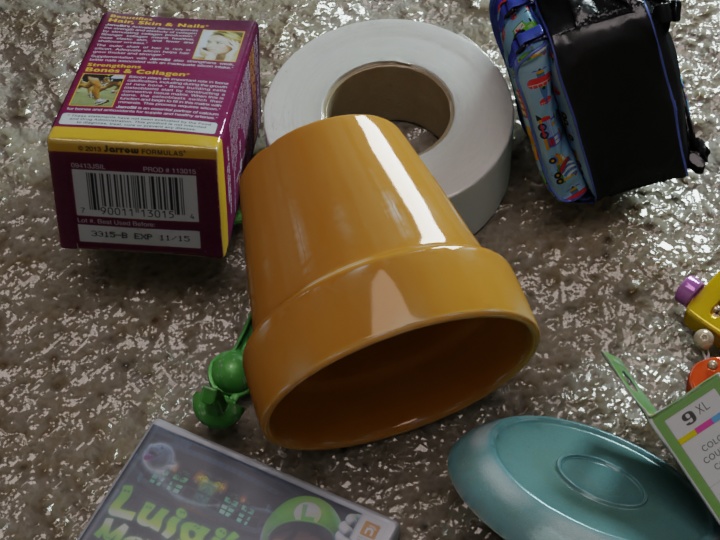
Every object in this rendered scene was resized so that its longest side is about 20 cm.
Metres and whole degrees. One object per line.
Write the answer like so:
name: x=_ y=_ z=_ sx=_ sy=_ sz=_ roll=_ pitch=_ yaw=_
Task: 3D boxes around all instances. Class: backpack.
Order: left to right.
backpack: x=0.180 y=-0.175 z=1.281 sx=0.134 sy=0.183 sz=0.200 roll=-18 pitch=39 yaw=6

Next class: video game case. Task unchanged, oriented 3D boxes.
video game case: x=-0.100 y=0.211 z=1.107 sx=0.200 sy=0.023 sz=0.182 roll=21 pitch=58 yaw=16

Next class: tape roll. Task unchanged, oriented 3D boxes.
tape roll: x=0.024 y=-0.107 z=1.300 sx=0.202 sy=0.071 sz=0.203 roll=-1 pitch=54 yaw=2

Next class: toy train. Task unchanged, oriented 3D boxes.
toy train: x=0.310 y=0.060 z=1.182 sx=0.200 sy=0.056 sz=0.150 roll=-19 pitch=58 yaw=-8

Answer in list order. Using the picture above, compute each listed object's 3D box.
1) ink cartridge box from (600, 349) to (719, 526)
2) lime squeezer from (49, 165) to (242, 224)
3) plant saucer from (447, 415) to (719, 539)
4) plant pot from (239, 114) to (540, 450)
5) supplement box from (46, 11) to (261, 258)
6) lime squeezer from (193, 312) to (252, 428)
ink cartridge box: x=0.244 y=0.122 z=1.067 sx=0.059 sy=0.104 sz=0.200 roll=-36 pitch=76 yaw=10
lime squeezer: x=-0.170 y=-0.050 z=1.287 sx=0.200 sy=0.038 sz=0.071 roll=12 pitch=58 yaw=13
plant saucer: x=0.155 y=0.148 z=1.067 sx=0.200 sy=0.027 sz=0.200 roll=17 pitch=19 yaw=-6
plant pot: x=0.000 y=0.000 z=1.126 sx=0.200 sy=0.200 sz=0.184 roll=-16 pitch=66 yaw=-9
supplement box: x=-0.155 y=-0.109 z=1.256 sx=0.131 sy=0.103 sz=0.200 roll=4 pitch=37 yaw=5
lime squeezer: x=-0.097 y=0.070 z=1.173 sx=0.038 sy=0.071 sz=0.200 roll=4 pitch=23 yaw=9
